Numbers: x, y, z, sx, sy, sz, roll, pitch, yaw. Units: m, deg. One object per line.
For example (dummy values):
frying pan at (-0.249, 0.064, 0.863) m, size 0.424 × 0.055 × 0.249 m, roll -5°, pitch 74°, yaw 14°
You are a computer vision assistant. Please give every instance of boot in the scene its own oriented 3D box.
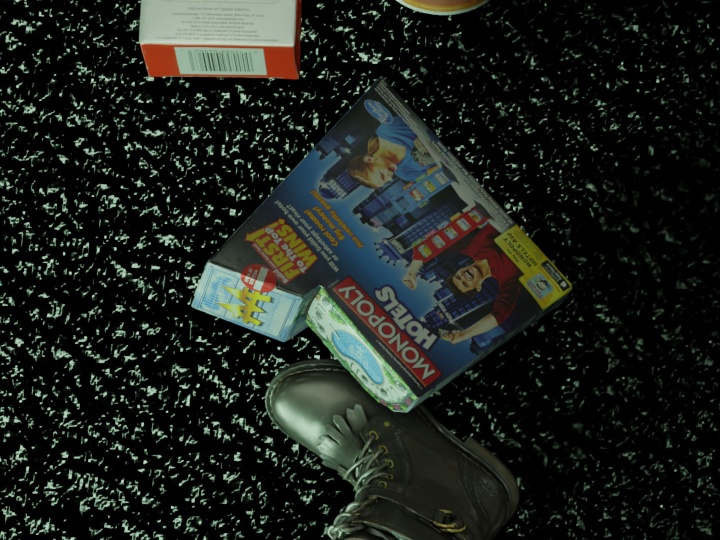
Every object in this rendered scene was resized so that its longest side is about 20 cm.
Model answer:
boot at (0.012, 0.135, 1.389) m, size 0.199 × 0.174 × 0.070 m, roll 27°, pitch 110°, yaw 7°

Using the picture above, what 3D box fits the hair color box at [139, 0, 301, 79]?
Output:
hair color box at (-0.095, -0.239, 1.574) m, size 0.110 × 0.064 × 0.202 m, roll 1°, pitch 73°, yaw 1°

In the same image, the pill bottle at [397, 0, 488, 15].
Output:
pill bottle at (0.059, -0.263, 1.510) m, size 0.111 × 0.200 × 0.113 m, roll 0°, pitch 72°, yaw 0°

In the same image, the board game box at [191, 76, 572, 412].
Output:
board game box at (0.000, 0.000, 1.462) m, size 0.199 × 0.062 × 0.200 m, roll -32°, pitch 72°, yaw -30°
